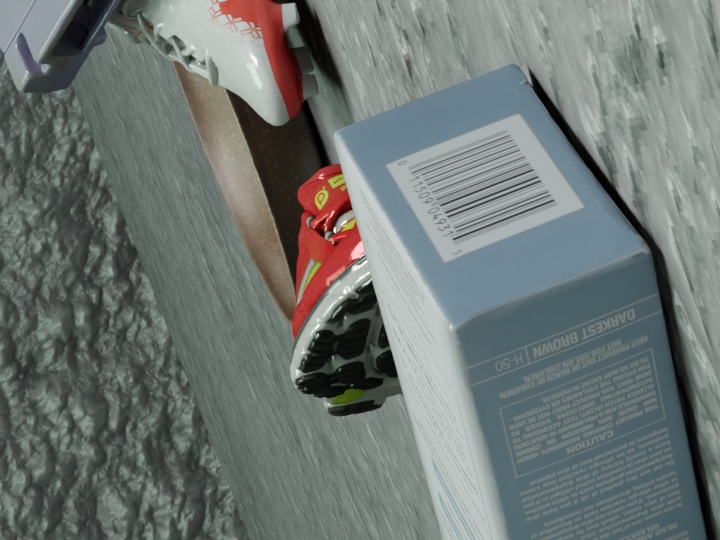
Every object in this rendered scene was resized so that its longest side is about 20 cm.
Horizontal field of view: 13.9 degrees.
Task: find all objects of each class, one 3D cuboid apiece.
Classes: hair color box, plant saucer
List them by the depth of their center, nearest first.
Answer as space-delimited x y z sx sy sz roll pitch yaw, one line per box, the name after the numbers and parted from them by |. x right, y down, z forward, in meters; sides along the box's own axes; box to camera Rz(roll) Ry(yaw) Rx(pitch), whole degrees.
0.054 0.052 0.857 0.099 0.061 0.200 -120 11 -50 | hair color box
-0.052 -0.071 1.385 0.200 0.037 0.201 159 90 -82 | plant saucer

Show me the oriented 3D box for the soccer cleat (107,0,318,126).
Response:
-0.079 -0.117 1.248 0.200 0.085 0.069 -119 10 -46 | soccer cleat

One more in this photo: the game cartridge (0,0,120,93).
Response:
-0.113 -0.181 1.197 0.200 0.038 0.130 -51 51 47 | game cartridge

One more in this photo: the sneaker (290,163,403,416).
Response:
0.000 0.000 1.065 0.200 0.077 0.085 107 146 -78 | sneaker
